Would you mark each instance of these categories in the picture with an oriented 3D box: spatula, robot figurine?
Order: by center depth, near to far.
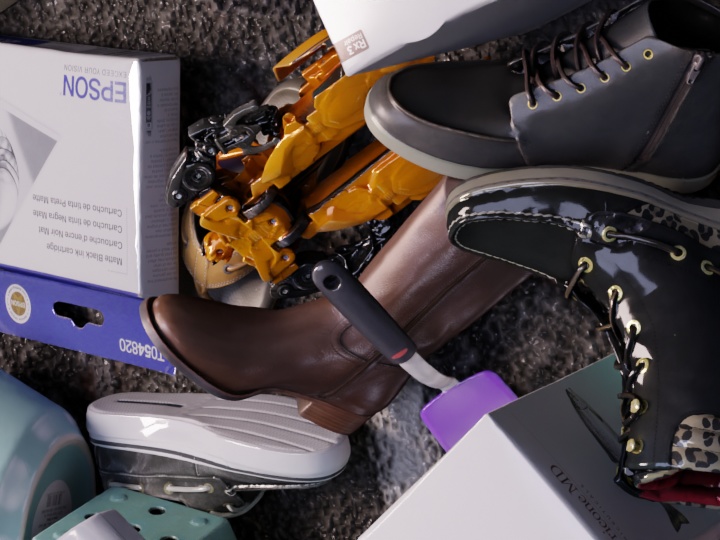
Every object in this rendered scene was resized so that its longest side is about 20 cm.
[{"bbox_3d":[0.034,0.053,1.396,0.056,0.200,0.021,-32,42,15],"label":"spatula"},{"bbox_3d":[-0.014,-0.069,1.410,0.200,0.058,0.145,-35,122,19],"label":"robot figurine"}]

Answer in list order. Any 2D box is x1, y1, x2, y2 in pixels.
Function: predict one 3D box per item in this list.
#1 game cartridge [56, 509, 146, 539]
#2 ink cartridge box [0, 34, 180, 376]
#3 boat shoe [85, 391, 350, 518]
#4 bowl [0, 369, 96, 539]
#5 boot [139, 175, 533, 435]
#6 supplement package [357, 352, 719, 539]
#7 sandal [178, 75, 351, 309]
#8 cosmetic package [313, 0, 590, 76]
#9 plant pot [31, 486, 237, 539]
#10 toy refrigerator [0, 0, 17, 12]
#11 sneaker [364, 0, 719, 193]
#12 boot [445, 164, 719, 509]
[{"bbox_3d":[-0.163,0.242,1.426,0.133,0.042,0.200,40,119,16],"label":"game cartridge"},{"bbox_3d":[-0.190,-0.043,1.541,0.199,0.041,0.201,10,104,43],"label":"ink cartridge box"},{"bbox_3d":[-0.085,0.118,1.528,0.200,0.072,0.071,6,111,40],"label":"boat shoe"},{"bbox_3d":[-0.237,0.150,1.550,0.105,0.201,0.201,9,104,17],"label":"bowl"},{"bbox_3d":[0.000,0.000,1.389,0.200,0.186,0.064,-42,48,27],"label":"boot"},{"bbox_3d":[0.113,0.134,1.330,0.117,0.200,0.117,50,119,12],"label":"supplement package"},{"bbox_3d":[-0.072,-0.028,1.492,0.082,0.055,0.200,41,116,18],"label":"sandal"},{"bbox_3d":[0.067,-0.169,1.301,0.113,0.200,0.081,-25,87,31],"label":"cosmetic package"},{"bbox_3d":[-0.139,0.247,1.517,0.141,0.141,0.201,13,113,27],"label":"plant pot"},{"bbox_3d":[-0.323,-0.161,1.602,0.200,0.076,0.070,-29,84,32],"label":"toy refrigerator"},{"bbox_3d":[0.106,-0.106,1.308,0.199,0.075,0.106,4,138,-7],"label":"sneaker"},{"bbox_3d":[0.136,0.034,1.271,0.203,0.074,0.154,11,66,-1],"label":"boot"}]
